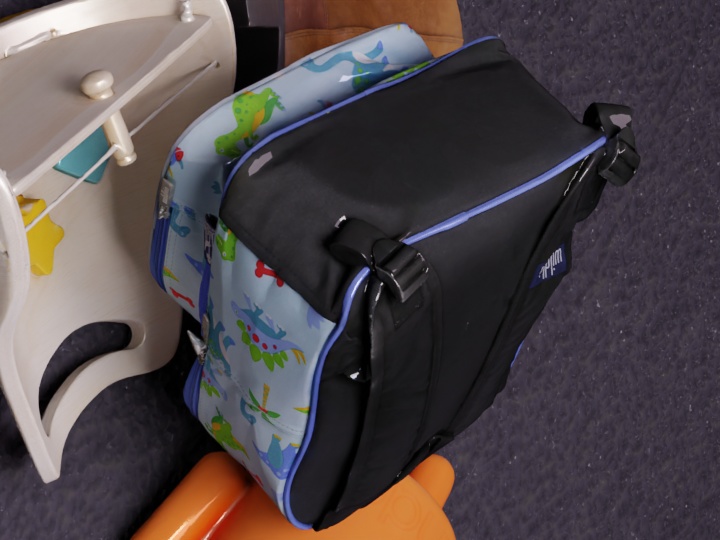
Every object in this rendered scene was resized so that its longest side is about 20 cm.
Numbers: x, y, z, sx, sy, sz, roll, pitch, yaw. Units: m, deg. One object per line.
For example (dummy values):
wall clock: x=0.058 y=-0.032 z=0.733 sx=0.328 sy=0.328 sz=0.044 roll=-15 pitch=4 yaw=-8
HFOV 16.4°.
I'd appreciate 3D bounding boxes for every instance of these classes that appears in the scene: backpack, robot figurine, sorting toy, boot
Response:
backpack: x=0.000 y=0.000 z=1.109 sx=0.183 sy=0.147 sz=0.200 roll=-30 pitch=150 yaw=-34
robot figurine: x=-0.030 y=0.159 z=1.181 sx=0.200 sy=0.117 sz=0.144 roll=-59 pitch=138 yaw=-35
sorting toy: x=-0.131 y=-0.010 z=1.108 sx=0.200 sy=0.107 sz=0.180 roll=-49 pitch=134 yaw=-52
boot: x=-0.014 y=-0.076 z=1.284 sx=0.200 sy=0.068 sz=0.188 roll=-3 pitch=80 yaw=-55
